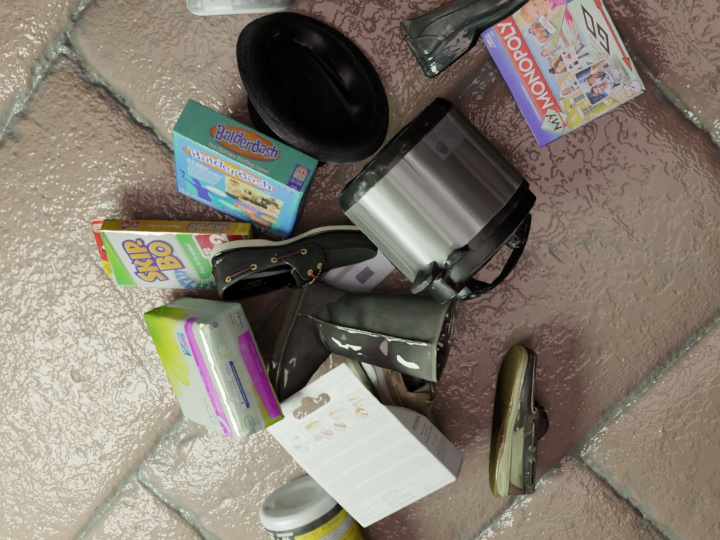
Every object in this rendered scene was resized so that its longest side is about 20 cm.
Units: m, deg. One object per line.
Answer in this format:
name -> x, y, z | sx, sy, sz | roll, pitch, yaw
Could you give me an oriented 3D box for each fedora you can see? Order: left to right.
fedora -> -0.065, -0.188, 1.163 | 0.200, 0.201, 0.092 | 39, 140, -6

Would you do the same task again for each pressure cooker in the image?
pressure cooker -> 0.095, -0.067, 1.150 | 0.200, 0.179, 0.176 | 44, 98, -4

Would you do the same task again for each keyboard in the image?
keyboard -> 0.000, 0.000, 1.274 | 0.056, 0.011, 0.200 | 43, 107, -12

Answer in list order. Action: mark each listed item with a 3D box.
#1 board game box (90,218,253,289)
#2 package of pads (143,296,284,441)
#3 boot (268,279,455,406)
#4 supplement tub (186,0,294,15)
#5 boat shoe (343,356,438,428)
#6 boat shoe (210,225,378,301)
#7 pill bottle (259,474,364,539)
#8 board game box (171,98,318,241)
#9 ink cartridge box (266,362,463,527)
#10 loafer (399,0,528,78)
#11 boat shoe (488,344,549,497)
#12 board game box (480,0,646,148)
board game box -> -0.227, -0.019, 1.266 | 0.199, 0.030, 0.096 | 4, 134, 8
package of pads -> -0.176, 0.115, 1.238 | 0.068, 0.200, 0.155 | -26, 105, -26
boot -> 0.001, 0.100, 1.226 | 0.199, 0.073, 0.183 | 15, 90, 13
supplement tub -> -0.136, -0.380, 1.115 | 0.122, 0.123, 0.201 | -1, 107, 7
boat shoe -> 0.059, 0.161, 1.280 | 0.068, 0.075, 0.200 | -31, 100, 20
boat shoe -> -0.073, -0.007, 1.215 | 0.201, 0.063, 0.074 | -10, 151, -10
pill bottle -> -0.044, 0.374, 1.335 | 0.114, 0.114, 0.201 | -19, 103, 12
board game box -> -0.132, -0.105, 1.163 | 0.152, 0.200, 0.045 | 26, 74, -2
ink cartridge box -> -0.001, 0.202, 1.241 | 0.160, 0.047, 0.200 | -35, 105, 33
loafer -> 0.131, -0.294, 1.109 | 0.200, 0.073, 0.072 | -37, 94, 15
boat shoe -> 0.200, 0.186, 1.279 | 0.065, 0.073, 0.201 | 4, 111, -6
board game box -> 0.214, -0.257, 1.161 | 0.134, 0.029, 0.200 | -28, 102, 13
